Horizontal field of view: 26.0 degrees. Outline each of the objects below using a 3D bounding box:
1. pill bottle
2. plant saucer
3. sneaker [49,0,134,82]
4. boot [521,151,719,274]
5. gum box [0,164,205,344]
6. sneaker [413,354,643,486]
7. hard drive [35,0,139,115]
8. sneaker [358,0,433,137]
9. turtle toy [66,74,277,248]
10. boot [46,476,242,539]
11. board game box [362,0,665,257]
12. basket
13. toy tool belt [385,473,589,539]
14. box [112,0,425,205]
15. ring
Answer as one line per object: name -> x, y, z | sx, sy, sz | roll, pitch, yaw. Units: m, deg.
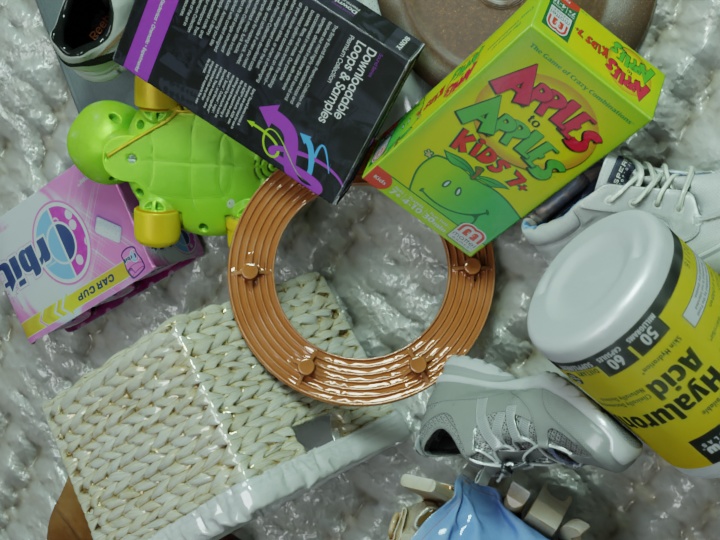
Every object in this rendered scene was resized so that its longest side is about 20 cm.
pill bottle -> 0.210, 0.062, 0.990 | 0.200, 0.111, 0.111 | 39, 131, -22
plant saucer -> 0.099, -0.200, 1.053 | 0.200, 0.037, 0.201 | 6, 108, 18
sneaker -> -0.177, -0.239, 1.220 | 0.074, 0.080, 0.200 | 28, 96, 8
boot -> 0.196, -0.042, 1.020 | 0.096, 0.074, 0.200 | 43, 130, -16
gum box -> -0.242, -0.022, 1.367 | 0.200, 0.066, 0.114 | -28, 84, 38
sneaker -> 0.112, 0.117, 1.056 | 0.075, 0.082, 0.200 | 39, 164, -26
hard drive -> -0.212, -0.225, 1.311 | 0.139, 0.033, 0.200 | -21, 90, 38
sneaker -> -0.008, -0.174, 1.133 | 0.078, 0.099, 0.200 | -25, 87, 38
turtle toy -> -0.139, -0.095, 1.236 | 0.199, 0.101, 0.146 | 5, 106, 6
boot -> -0.198, 0.251, 1.433 | 0.200, 0.068, 0.188 | 47, 133, 25
board game box -> 0.099, -0.096, 1.052 | 0.102, 0.048, 0.200 | 36, 139, -13
basket -> -0.108, 0.122, 1.229 | 0.200, 0.198, 0.161 | -31, 81, 39
toy tool belt -> 0.112, 0.212, 1.102 | 0.200, 0.125, 0.123 | 26, 150, 10
box -> -0.068, -0.154, 1.102 | 0.200, 0.036, 0.143 | 35, 131, 5
ring -> 0.000, 0.000, 1.151 | 0.200, 0.019, 0.201 | 0, 81, 2
